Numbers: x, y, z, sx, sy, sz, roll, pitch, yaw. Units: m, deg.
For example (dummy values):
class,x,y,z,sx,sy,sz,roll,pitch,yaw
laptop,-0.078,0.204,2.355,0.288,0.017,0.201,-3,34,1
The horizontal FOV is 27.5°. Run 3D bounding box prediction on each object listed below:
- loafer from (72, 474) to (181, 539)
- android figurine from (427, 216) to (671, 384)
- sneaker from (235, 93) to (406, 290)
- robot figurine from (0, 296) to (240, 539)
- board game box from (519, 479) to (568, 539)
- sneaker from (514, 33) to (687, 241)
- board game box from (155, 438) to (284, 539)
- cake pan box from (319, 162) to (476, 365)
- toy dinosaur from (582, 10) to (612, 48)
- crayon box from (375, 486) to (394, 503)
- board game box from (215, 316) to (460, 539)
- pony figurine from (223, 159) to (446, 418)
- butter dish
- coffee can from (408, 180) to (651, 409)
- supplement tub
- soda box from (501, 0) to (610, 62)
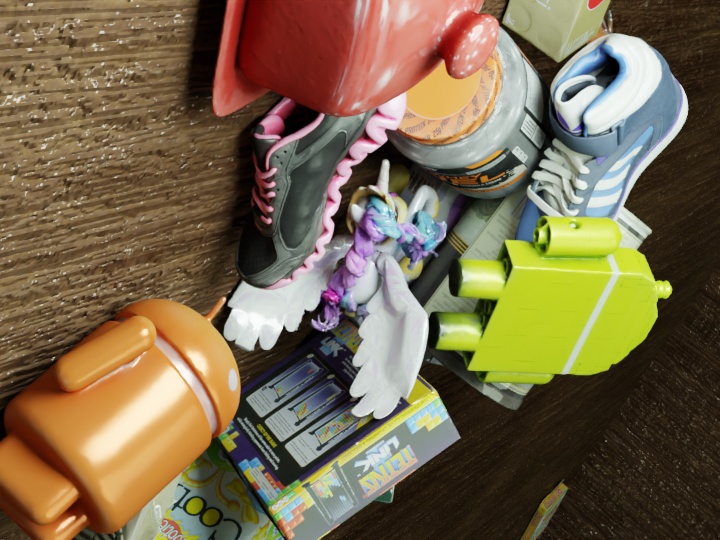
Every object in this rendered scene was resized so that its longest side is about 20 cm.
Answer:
class,x,y,z,sx,sy,sz,roll,pitch,yaw
loafer,-0.187,0.189,1.187,0.068,0.075,0.201,0,125,-60
android figurine,0.157,0.030,1.191,0.197,0.041,0.183,1,135,-18
sneaker,-0.052,-0.076,1.059,0.095,0.079,0.201,8,120,-44
robot figurine,-0.163,0.098,1.013,0.200,0.116,0.145,-42,116,-27
board game box,0.428,0.576,3.452,0.095,0.030,0.201,-37,154,-40
sneaker,0.164,-0.095,1.151,0.201,0.081,0.146,-51,145,11
board game box,-0.132,0.227,1.345,0.199,0.103,0.106,-36,156,-41
cake pan box,0.074,-0.002,1.407,0.183,0.052,0.201,17,111,-46
toy dinosaur,0.245,-0.200,1.405,0.182,0.197,0.106,-97,-157,-72
crayon box,0.011,0.154,1.487,0.200,0.051,0.128,-168,-94,-88
board game box,-0.030,0.132,1.245,0.164,0.200,0.057,-33,115,-9
pony figurine,0.000,0.000,1.207,0.195,0.165,0.200,-67,171,8
butter dish,0.021,-0.173,0.904,0.199,0.147,0.201,-37,156,-37
coffee can,0.143,0.000,1.314,0.201,0.146,0.146,-53,162,7
supplement tub,0.084,-0.132,1.168,0.123,0.122,0.200,-53,161,5
soda box,0.186,-0.278,1.228,0.064,0.068,0.201,-36,156,-39
